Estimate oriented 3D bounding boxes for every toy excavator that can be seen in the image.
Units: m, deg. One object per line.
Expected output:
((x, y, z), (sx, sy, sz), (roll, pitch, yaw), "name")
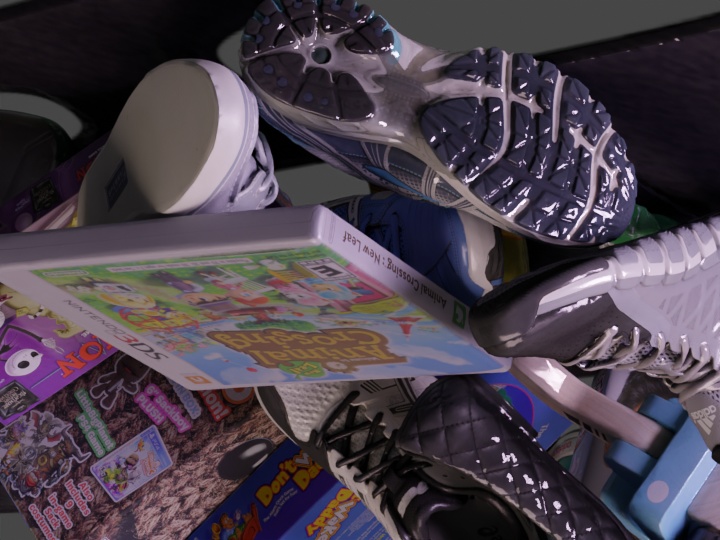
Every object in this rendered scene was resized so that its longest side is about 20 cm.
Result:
((0.147, 0.093, 1.451), (0.199, 0.100, 0.195), (27, 167, 39), "toy excavator")

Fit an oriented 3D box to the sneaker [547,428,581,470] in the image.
((0.127, 0.185, 1.747), (0.083, 0.121, 0.200), (17, 158, -1), "sneaker")

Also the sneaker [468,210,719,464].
((0.144, 0.040, 1.300), (0.199, 0.116, 0.075), (-17, 180, -37), "sneaker")

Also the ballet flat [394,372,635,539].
((0.099, 0.133, 1.418), (0.200, 0.057, 0.066), (47, 178, -3), "ballet flat")

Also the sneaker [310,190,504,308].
((0.000, 0.000, 1.411), (0.077, 0.076, 0.200), (-8, 175, -35), "sneaker")

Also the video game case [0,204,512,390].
((-0.054, 0.017, 1.367), (0.199, 0.022, 0.182), (-5, 157, 32), "video game case")

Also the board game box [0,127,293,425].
((-0.142, -0.005, 1.474), (0.199, 0.032, 0.120), (-34, 144, 9), "board game box")

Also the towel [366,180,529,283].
((0.048, -0.022, 1.473), (0.085, 0.018, 0.200), (16, 158, 14), "towel")

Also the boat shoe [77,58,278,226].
((-0.079, -0.048, 1.350), (0.071, 0.071, 0.201), (-2, 162, -23), "boat shoe")

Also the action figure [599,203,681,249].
((0.173, 0.021, 1.430), (0.118, 0.055, 0.200), (13, 156, 49), "action figure")

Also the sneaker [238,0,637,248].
((0.036, -0.067, 1.319), (0.199, 0.078, 0.086), (27, 163, 1), "sneaker")

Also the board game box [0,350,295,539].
((-0.085, 0.105, 1.599), (0.097, 0.200, 0.160), (52, 179, 35), "board game box")

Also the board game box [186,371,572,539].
((0.014, 0.117, 1.576), (0.045, 0.200, 0.134), (52, -168, 35), "board game box")

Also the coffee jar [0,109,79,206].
((-0.175, -0.007, 1.570), (0.104, 0.086, 0.200), (7, 154, 23), "coffee jar")

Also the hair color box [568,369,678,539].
((0.157, 0.154, 1.552), (0.098, 0.201, 0.061), (18, 158, -2), "hair color box")

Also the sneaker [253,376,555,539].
((0.027, 0.101, 1.461), (0.199, 0.076, 0.088), (36, -168, 2), "sneaker")
